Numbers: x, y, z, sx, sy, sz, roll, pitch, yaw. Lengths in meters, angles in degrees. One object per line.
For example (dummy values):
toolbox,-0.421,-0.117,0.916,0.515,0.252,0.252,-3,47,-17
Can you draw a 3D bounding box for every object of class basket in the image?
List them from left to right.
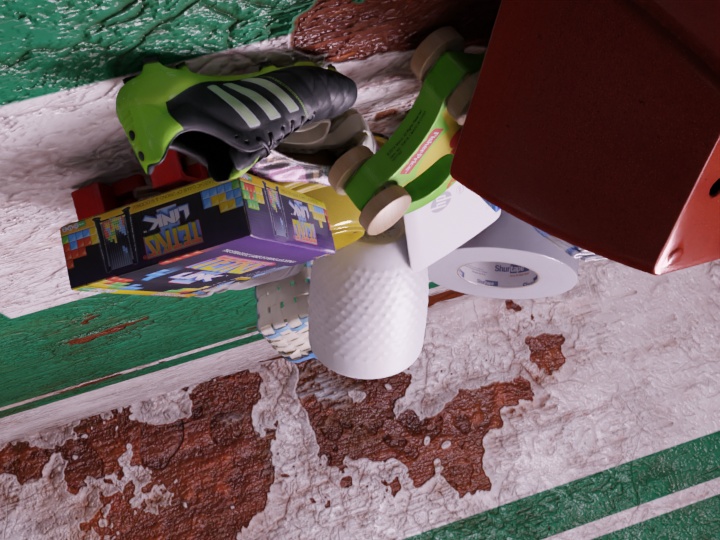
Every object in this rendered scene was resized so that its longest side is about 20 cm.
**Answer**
basket,-0.068,0.043,1.331,0.138,0.178,0.199,-22,151,25

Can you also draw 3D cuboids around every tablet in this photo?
tablet,0.098,-0.087,0.985,0.129,0.014,0.201,-33,146,-14

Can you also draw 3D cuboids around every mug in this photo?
mug,0.000,0.000,1.134,0.146,0.201,0.177,-13,131,-20

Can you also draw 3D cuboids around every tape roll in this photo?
tape roll,0.177,-0.024,1.183,0.197,0.067,0.201,6,163,2

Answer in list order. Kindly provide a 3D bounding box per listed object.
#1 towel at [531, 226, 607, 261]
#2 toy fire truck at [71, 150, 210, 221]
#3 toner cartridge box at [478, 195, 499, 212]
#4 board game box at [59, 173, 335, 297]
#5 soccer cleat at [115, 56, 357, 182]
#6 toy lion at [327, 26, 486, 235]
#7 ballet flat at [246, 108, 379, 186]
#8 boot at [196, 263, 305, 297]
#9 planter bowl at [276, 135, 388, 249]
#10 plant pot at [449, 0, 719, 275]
towel,0.246,-0.067,1.057,0.145,0.024,0.200,-4,-151,-24
toy fire truck,-0.178,-0.065,0.842,0.139,0.049,0.200,-19,170,12
toner cartridge box,0.171,-0.143,0.790,0.200,0.043,0.095,-45,165,-1
board game box,-0.131,-0.024,0.810,0.163,0.057,0.200,-15,173,17
soccer cleat,-0.080,-0.107,0.674,0.198,0.082,0.067,-11,169,-38
toy lion,0.090,-0.127,0.810,0.191,0.069,0.200,-10,145,-54
ballet flat,-0.038,-0.112,0.806,0.198,0.070,0.071,-6,154,-44
boot,-0.148,-0.007,1.165,0.095,0.074,0.199,-19,175,-38
planter bowl,-0.049,-0.064,0.987,0.198,0.084,0.200,-17,170,-3
plant pot,0.211,-0.111,0.644,0.198,0.177,0.202,-12,134,-32
